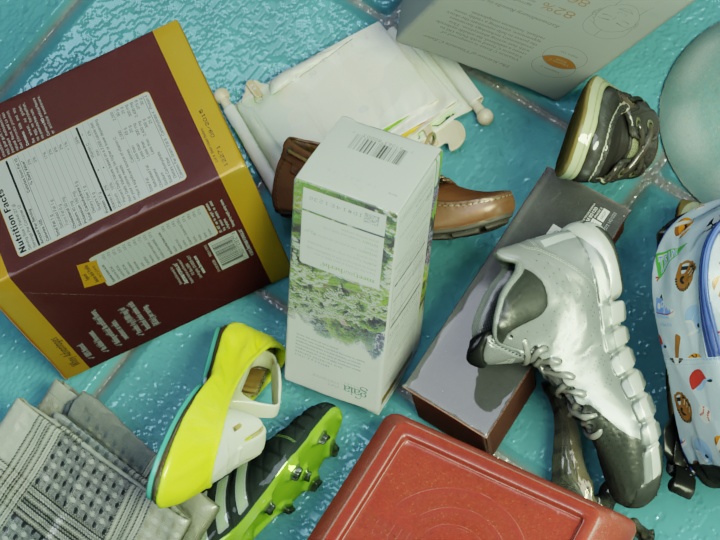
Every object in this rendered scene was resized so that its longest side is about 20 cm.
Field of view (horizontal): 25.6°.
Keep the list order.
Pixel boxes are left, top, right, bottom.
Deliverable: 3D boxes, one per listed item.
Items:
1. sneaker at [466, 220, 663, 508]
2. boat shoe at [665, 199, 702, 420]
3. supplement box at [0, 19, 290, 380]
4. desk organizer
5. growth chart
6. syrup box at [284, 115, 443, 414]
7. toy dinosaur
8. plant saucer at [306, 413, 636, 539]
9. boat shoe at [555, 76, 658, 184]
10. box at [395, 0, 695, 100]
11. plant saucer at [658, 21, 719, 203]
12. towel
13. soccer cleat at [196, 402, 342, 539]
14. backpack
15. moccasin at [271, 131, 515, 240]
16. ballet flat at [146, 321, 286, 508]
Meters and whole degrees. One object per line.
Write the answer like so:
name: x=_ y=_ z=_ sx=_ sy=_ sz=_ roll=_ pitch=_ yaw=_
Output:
sneaker: x=0.130 y=0.073 z=1.084 sx=0.115 sy=0.075 sz=0.201 roll=-11 pitch=84 yaw=-18
boat shoe: x=0.255 y=0.041 z=1.146 sx=0.064 sy=0.073 sz=0.201 roll=1 pitch=69 yaw=13
supplement box: x=-0.180 y=-0.045 z=1.179 sx=0.199 sy=0.197 sz=0.133 roll=-25 pitch=67 yaw=-3
desk organizer: x=0.117 y=0.033 z=1.167 sx=0.072 sy=0.077 sz=0.200 roll=30 pitch=75 yaw=18
growth chart: x=-0.005 y=-0.129 z=1.284 sx=0.199 sy=0.018 sz=0.145 roll=-24 pitch=67 yaw=-2
syrup box: x=0.000 y=0.000 z=1.129 sx=0.078 sy=0.201 sz=0.082 roll=20 pitch=46 yaw=16
toy dinosaur: x=0.166 y=0.170 z=1.124 sx=0.088 sy=0.047 sz=0.201 roll=-1 pitch=65 yaw=15
plant saucer: x=0.057 y=0.199 z=1.060 sx=0.199 sy=0.037 sz=0.200 roll=22 pitch=58 yaw=20
boat shoe: x=0.186 y=-0.100 z=1.149 sx=0.065 sy=0.200 sz=0.074 roll=23 pitch=109 yaw=8
box: x=0.139 y=-0.231 z=1.180 sx=0.152 sy=0.200 sz=0.107 roll=17 pitch=68 yaw=-20
plant saucer: x=0.332 y=-0.126 z=1.220 sx=0.200 sy=0.039 sz=0.202 roll=-3 pitch=68 yaw=7
towel: x=-0.222 y=0.196 z=1.147 sx=0.192 sy=0.035 sz=0.200 roll=32 pitch=83 yaw=32
soccer cleat: x=-0.095 y=0.164 z=1.155 sx=0.081 sy=0.068 sz=0.200 roll=38 pitch=80 yaw=24
backpack: x=0.286 y=0.036 z=1.051 sx=0.199 sy=0.154 sz=0.191 roll=-19 pitch=87 yaw=-25
moccasin: x=0.024 y=-0.067 z=1.189 sx=0.201 sy=0.073 sz=0.078 roll=13 pitch=102 yaw=37
ballet flat: x=-0.095 y=0.102 z=1.138 sx=0.067 sy=0.067 sz=0.200 roll=15 pitch=31 yaw=3
